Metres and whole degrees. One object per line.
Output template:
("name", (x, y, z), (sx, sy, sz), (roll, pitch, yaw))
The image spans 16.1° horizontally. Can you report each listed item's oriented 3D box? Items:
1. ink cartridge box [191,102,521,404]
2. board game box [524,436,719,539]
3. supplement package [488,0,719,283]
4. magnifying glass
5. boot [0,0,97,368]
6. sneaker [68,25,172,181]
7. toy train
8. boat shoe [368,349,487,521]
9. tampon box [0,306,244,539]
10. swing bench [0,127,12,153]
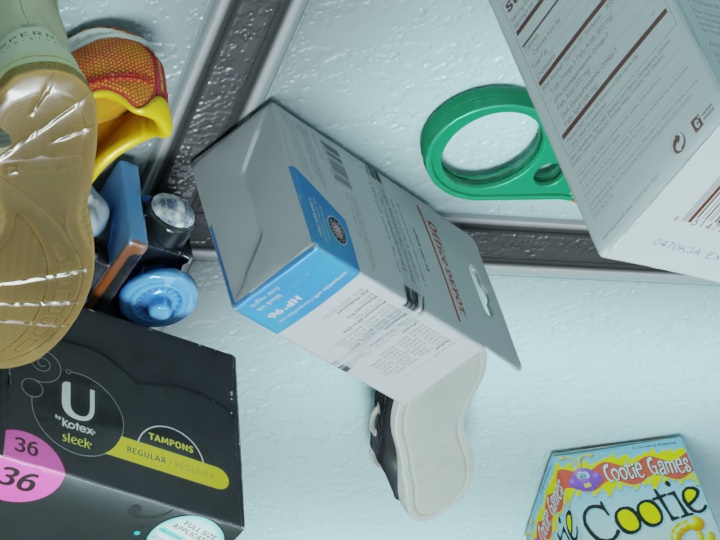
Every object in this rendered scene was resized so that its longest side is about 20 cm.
("ink cartridge box", (0.000, 0.000, 1.484), (0.068, 0.116, 0.200), (-36, 138, 22))
("board game box", (0.199, 0.231, 1.775), (0.103, 0.200, 0.105), (-6, 141, -16))
("supplement package", (0.171, -0.105, 1.362), (0.117, 0.200, 0.117), (12, 132, -33))
("magnifying glass", (0.118, -0.060, 1.542), (0.200, 0.022, 0.080), (22, 126, -37))
("boot", (-0.183, -0.065, 1.297), (0.073, 0.156, 0.200), (-4, 133, -17))
("sneaker", (-0.192, -0.058, 1.369), (0.200, 0.077, 0.073), (-31, 142, 17))
("toy train", (-0.174, 0.022, 1.467), (0.114, 0.087, 0.200), (16, 130, -29))
("boat shoe", (0.038, 0.083, 1.646), (0.074, 0.060, 0.200), (-30, 146, -18))
("tampon box", (-0.176, 0.131, 1.431), (0.149, 0.127, 0.200), (18, 133, -24))
("swing bench", (-0.303, -0.084, 1.167), (0.199, 0.200, 0.130), (-35, 164, 18))
